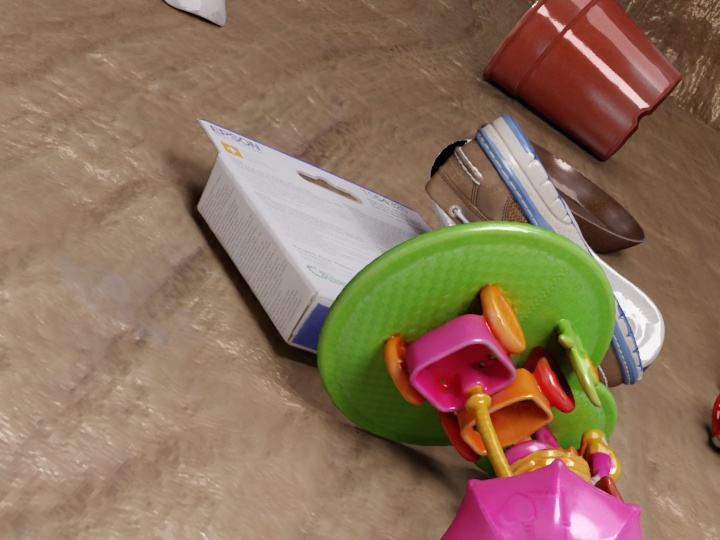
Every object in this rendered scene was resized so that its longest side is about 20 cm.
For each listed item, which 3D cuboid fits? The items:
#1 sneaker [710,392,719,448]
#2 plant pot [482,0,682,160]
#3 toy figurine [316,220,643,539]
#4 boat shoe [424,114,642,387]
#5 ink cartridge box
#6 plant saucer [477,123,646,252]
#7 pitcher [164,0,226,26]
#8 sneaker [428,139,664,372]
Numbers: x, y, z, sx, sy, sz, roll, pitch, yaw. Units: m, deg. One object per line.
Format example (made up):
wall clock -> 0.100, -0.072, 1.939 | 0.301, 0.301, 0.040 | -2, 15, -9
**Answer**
sneaker -> 0.311, 0.142, 0.966 | 0.107, 0.067, 0.202 | 28, 16, -12
plant pot -> 0.295, -0.259, 1.776 | 0.195, 0.201, 0.201 | 44, 20, 6
toy figurine -> 0.078, 0.108, 0.627 | 0.200, 0.150, 0.185 | 49, 19, -40
boat shoe -> 0.103, 0.001, 0.823 | 0.200, 0.072, 0.072 | 56, 8, -26
ink cartridge box -> 0.000, 0.000, 0.841 | 0.196, 0.043, 0.200 | 21, 20, -37
plant saucer -> 0.192, -0.077, 1.367 | 0.199, 0.035, 0.200 | 29, 19, -11
pitcher -> -0.133, -0.351, 1.256 | 0.121, 0.201, 0.172 | 13, 26, -47
sneaker -> 0.123, 0.001, 0.959 | 0.200, 0.081, 0.146 | 43, -4, 5
